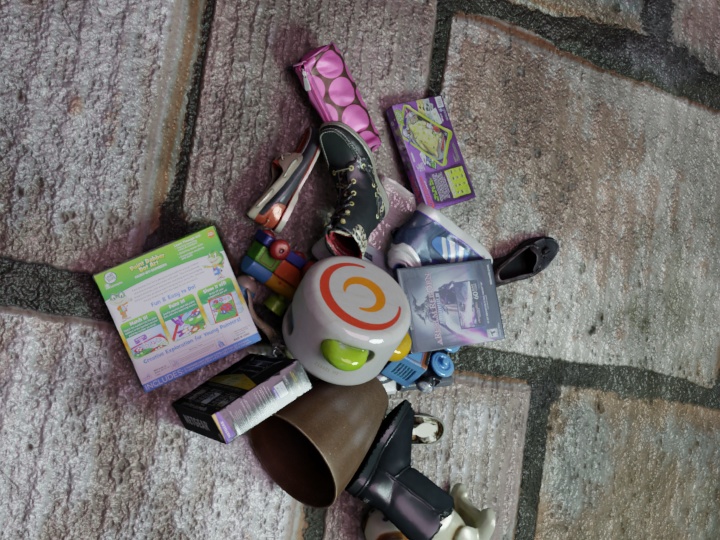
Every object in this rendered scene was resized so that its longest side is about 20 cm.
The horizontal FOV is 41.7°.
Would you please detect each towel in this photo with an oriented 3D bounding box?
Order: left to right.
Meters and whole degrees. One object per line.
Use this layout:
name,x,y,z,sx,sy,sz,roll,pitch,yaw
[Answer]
towel,0.086,-0.063,1.701,0.200,0.034,0.133,34,73,-23

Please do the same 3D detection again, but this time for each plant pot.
plant pot,-0.048,0.253,1.551,0.200,0.186,0.188,-38,106,-37

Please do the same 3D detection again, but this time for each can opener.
can opener,0.085,0.191,1.673,0.199,0.067,0.054,-3,90,-27

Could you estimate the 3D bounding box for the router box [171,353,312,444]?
router box,-0.185,0.192,1.450,0.157,0.200,0.052,-31,102,-25

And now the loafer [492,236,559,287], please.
loafer,0.313,-0.013,1.806,0.199,0.063,0.072,-23,99,-27

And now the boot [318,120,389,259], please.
boot,-0.024,-0.127,1.544,0.204,0.073,0.154,61,34,-31

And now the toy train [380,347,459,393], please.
toy train,0.110,0.119,1.646,0.114,0.087,0.201,31,47,-12

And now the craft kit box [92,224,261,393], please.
craft kit box,-0.283,0.057,1.467,0.199,0.048,0.199,-23,103,-14

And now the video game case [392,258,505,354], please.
video game case,0.153,0.059,1.611,0.199,0.019,0.144,-6,83,-31

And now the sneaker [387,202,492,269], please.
sneaker,0.131,-0.012,1.670,0.200,0.080,0.147,36,85,-34

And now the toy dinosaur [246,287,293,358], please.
toy dinosaur,-0.130,0.121,1.534,0.047,0.088,0.200,-29,129,13

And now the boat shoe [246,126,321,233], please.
boat shoe,-0.122,-0.160,1.572,0.062,0.071,0.201,28,72,-12

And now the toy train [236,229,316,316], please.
toy train,-0.115,0.028,1.571,0.200,0.085,0.116,36,89,-30

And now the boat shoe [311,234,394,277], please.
boat shoe,0.000,0.000,1.632,0.200,0.066,0.072,31,44,-37

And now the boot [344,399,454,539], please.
boot,0.085,0.337,1.567,0.168,0.076,0.200,38,53,-6

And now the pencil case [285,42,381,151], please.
pencil case,-0.042,-0.279,1.609,0.201,0.090,0.094,60,30,-12

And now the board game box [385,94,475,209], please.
board game box,0.128,-0.211,1.712,0.120,0.032,0.201,-18,89,-37

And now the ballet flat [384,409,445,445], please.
ballet flat,0.061,0.277,1.659,0.199,0.064,0.068,3,87,-28

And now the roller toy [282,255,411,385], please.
roller toy,-0.024,0.082,1.497,0.199,0.140,0.183,-20,61,-42

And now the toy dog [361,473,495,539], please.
toy dog,0.099,0.449,1.652,0.199,0.140,0.195,15,107,-27
